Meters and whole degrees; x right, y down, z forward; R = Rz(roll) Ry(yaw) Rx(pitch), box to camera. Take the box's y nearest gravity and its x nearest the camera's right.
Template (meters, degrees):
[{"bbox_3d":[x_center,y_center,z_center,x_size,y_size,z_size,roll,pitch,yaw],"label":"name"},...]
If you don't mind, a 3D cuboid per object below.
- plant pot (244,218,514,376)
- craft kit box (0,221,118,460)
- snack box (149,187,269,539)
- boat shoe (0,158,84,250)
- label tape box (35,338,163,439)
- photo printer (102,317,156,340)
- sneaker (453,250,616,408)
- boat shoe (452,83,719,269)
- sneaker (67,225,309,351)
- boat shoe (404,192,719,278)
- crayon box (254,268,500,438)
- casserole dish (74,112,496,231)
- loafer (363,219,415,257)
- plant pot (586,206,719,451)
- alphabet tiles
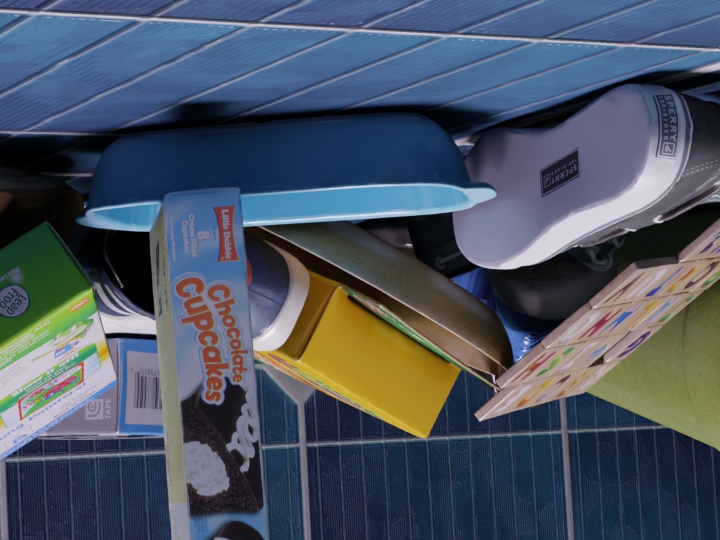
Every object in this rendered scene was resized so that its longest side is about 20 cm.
[{"bbox_3d":[0.000,0.000,1.169,0.200,0.027,0.200,28,175,3],"label":"plant pot"},{"bbox_3d":[-0.216,0.072,1.045,0.200,0.049,0.198,-34,171,-12],"label":"craft kit box"},{"bbox_3d":[-0.067,0.070,0.958,0.037,0.200,0.116,-4,175,-9],"label":"snack box"},{"bbox_3d":[-0.190,-0.027,1.029,0.065,0.072,0.200,34,-175,10],"label":"boat shoe"},{"bbox_3d":[-0.206,0.080,1.411,0.200,0.066,0.143,-5,174,25],"label":"label tape box"},{"bbox_3d":[-0.161,0.009,1.374,0.166,0.069,0.200,-4,175,24],"label":"photo printer"},{"bbox_3d":[0.109,0.030,1.259,0.077,0.111,0.200,-23,-164,-13],"label":"sneaker"},{"bbox_3d":[0.106,-0.039,0.997,0.057,0.069,0.200,5,170,-24],"label":"boat shoe"},{"bbox_3d":[-0.118,-0.011,1.151,0.200,0.075,0.085,10,168,46],"label":"sneaker"},{"bbox_3d":[0.120,-0.028,1.165,0.200,0.062,0.073,-5,175,20],"label":"boat shoe"},{"bbox_3d":[-0.032,0.032,1.216,0.200,0.051,0.127,22,171,44],"label":"crayon box"},{"bbox_3d":[-0.036,-0.046,1.014,0.200,0.039,0.121,-3,175,9],"label":"casserole dish"},{"bbox_3d":[0.010,0.009,1.474,0.073,0.071,0.200,-2,175,-14],"label":"loafer"},{"bbox_3d":[0.225,0.033,1.387,0.200,0.200,0.190,1,-175,-42],"label":"plant pot"},{"bbox_3d":[0.148,0.024,1.187,0.167,0.008,0.200,-42,165,21],"label":"alphabet tiles"}]
